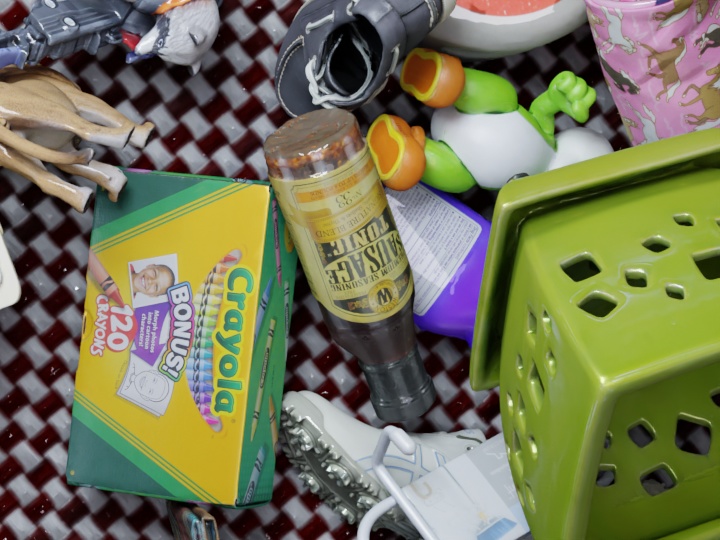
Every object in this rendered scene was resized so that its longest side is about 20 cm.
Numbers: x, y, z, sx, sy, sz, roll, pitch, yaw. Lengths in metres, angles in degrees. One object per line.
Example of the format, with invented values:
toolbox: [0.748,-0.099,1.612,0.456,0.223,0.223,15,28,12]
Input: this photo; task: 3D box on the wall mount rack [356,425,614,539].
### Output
wall mount rack: [0.105,0.146,1.579,0.200,0.075,0.174,-27,67,-29]

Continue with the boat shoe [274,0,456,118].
boat shoe: [-0.014,-0.132,1.563,0.073,0.200,0.063,48,59,-4]

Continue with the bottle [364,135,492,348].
bottle: [0.051,-0.004,1.643,0.200,0.065,0.084,34,93,-9]

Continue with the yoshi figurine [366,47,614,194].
yoshi figurine: [0.111,-0.061,1.606,0.200,0.112,0.112,20,60,-29]

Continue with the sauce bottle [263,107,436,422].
sauce bottle: [0.000,0.000,1.576,0.066,0.066,0.200,-26,116,-7]

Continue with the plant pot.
plant pot: [0.173,0.039,1.512,0.199,0.200,0.182,-16,52,-18]

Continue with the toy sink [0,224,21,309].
toy sink: [-0.270,-0.025,1.522,0.112,0.200,0.130,-21,94,-4]

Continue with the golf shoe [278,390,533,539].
golf shoe: [0.032,0.129,1.651,0.200,0.078,0.097,42,69,-14]

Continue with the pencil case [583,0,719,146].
pencil case: [0.201,-0.113,1.572,0.083,0.087,0.200,-42,130,-22]

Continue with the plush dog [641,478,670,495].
plush dog: [0.253,0.210,1.627,0.200,0.172,0.161,-5,92,-10]

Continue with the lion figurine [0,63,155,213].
lion figurine: [-0.195,-0.087,1.529,0.122,0.200,0.073,27,89,1]

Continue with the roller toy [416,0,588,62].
roller toy: [0.078,-0.226,1.604,0.182,0.140,0.200,34,86,-9]

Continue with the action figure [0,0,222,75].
action figure: [-0.162,-0.195,1.554,0.193,0.105,0.200,48,42,7]

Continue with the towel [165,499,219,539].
towel: [-0.089,0.242,1.587,0.022,0.147,0.200,-12,92,-12]

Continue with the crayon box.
crayon box: [-0.108,0.041,1.599,0.119,0.058,0.200,6,90,21]
